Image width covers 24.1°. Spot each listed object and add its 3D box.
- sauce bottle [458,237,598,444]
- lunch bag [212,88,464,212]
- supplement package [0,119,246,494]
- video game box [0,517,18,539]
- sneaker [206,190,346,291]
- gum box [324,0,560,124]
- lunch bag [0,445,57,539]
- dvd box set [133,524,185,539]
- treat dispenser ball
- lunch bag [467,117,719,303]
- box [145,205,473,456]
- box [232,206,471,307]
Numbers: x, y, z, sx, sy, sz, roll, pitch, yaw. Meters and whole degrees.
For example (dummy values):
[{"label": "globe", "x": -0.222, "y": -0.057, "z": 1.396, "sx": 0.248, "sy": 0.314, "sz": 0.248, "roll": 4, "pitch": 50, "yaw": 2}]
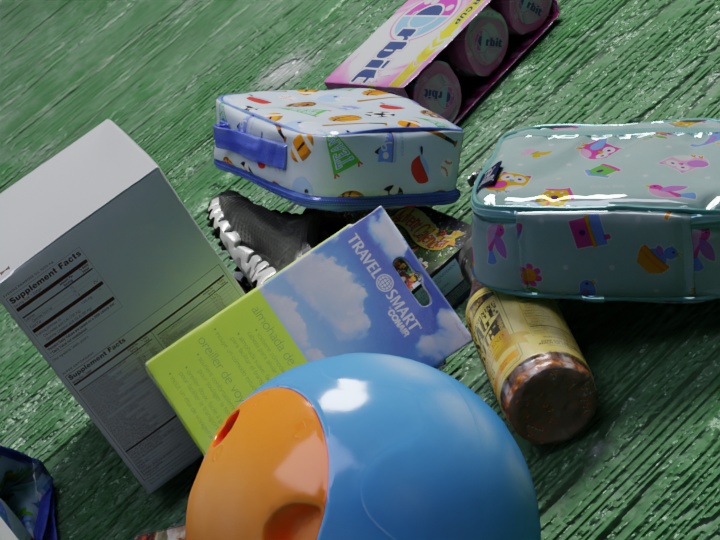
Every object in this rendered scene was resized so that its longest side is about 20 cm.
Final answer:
[{"label": "sauce bottle", "x": 0.106, "y": 0.039, "z": 1.146, "sx": 0.066, "sy": 0.066, "sz": 0.200, "roll": -29, "pitch": 28, "yaw": 5}, {"label": "lunch bag", "x": -0.025, "y": -0.096, "z": 1.322, "sx": 0.160, "sy": 0.076, "sz": 0.200, "roll": -7, "pitch": 17, "yaw": -31}, {"label": "supplement package", "x": -0.176, "y": 0.021, "z": 1.276, "sx": 0.147, "sy": 0.200, "sz": 0.191, "roll": -36, "pitch": 24, "yaw": -7}, {"label": "video game box", "x": -0.295, "y": 0.230, "z": 1.097, "sx": 0.181, "sy": 0.200, "sz": 0.047, "roll": -26, "pitch": 26, "yaw": 12}, {"label": "sneaker", "x": -0.055, "y": -0.017, "z": 1.301, "sx": 0.090, "sy": 0.067, "sz": 0.200, "roll": -32, "pitch": 34, "yaw": -5}, {"label": "gum box", "x": 0.078, "y": -0.203, "z": 1.518, "sx": 0.200, "sy": 0.066, "sz": 0.113, "roll": -46, "pitch": 32, "yaw": -23}, {"label": "lunch bag", "x": -0.324, "y": 0.206, "z": 1.244, "sx": 0.169, "sy": 0.128, "sz": 0.200, "roll": -29, "pitch": 1, "yaw": 5}, {"label": "dvd box set", "x": -0.109, "y": 0.239, "z": 1.083, "sx": 0.146, "sy": 0.029, "sz": 0.200, "roll": -17, "pitch": 33, "yaw": 25}, {"label": "treat dispenser ball", "x": 0.001, "y": 0.147, "z": 0.948, "sx": 0.200, "sy": 0.201, "sz": 0.201, "roll": -23, "pitch": 31, "yaw": 15}, {"label": "lunch bag", "x": 0.172, "y": -0.048, "z": 1.139, "sx": 0.199, "sy": 0.077, "sz": 0.161, "roll": 2, "pitch": 30, "yaw": 18}, {"label": "box", "x": -0.036, "y": 0.060, "z": 1.181, "sx": 0.200, "sy": 0.122, "sz": 0.048, "roll": -34, "pitch": -6, "yaw": -8}, {"label": "box", "x": 0.000, "y": 0.000, "z": 1.323, "sx": 0.136, "sy": 0.038, "sz": 0.200, "roll": -41, "pitch": 31, "yaw": -15}]
